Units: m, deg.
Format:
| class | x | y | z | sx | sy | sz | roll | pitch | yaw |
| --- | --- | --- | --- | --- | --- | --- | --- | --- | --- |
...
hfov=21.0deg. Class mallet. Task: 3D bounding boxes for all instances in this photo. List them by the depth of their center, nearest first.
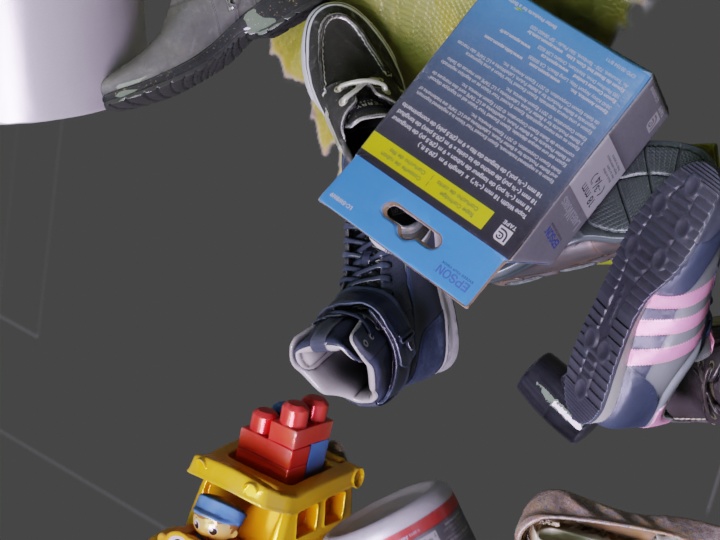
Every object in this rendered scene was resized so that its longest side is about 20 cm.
| class | x | y | z | sx | sy | sz | roll | pitch | yaw |
| --- | --- | --- | --- | --- | --- | --- | --- | --- | --- |
| mallet | 0.184 | 0.054 | 1.387 | 0.066 | 0.041 | 0.200 | 50 | 137 | 9 |

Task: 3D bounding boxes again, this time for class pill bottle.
| class | x | y | z | sx | sy | sz | roll | pitch | yaw |
| --- | --- | --- | --- | --- | --- | --- | --- | --- | --- |
| pill bottle | 0.059 | 0.277 | 1.530 | 0.115 | 0.116 | 0.202 | -24 | 93 | 39 |

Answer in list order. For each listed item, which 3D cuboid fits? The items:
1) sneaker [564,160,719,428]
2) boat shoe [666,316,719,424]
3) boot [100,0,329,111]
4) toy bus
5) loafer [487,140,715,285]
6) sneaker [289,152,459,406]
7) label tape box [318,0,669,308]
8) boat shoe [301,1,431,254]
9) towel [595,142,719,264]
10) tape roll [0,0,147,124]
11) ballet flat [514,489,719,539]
| class | x | y | z | sx | sy | sz | roll | pitch | yaw |
| --- | --- | --- | --- | --- | --- | --- | --- | --- | --- |
| sneaker | 0.210 | 0.019 | 1.302 | 0.201 | 0.081 | 0.070 | -64 | 30 | 26 |
| boat shoe | 0.263 | 0.071 | 1.337 | 0.199 | 0.065 | 0.074 | -16 | 99 | 39 |
| boot | -0.130 | -0.216 | 1.472 | 0.199 | 0.068 | 0.131 | -30 | 88 | 1 |
| toy bus | -0.086 | 0.194 | 1.558 | 0.135 | 0.199 | 0.194 | 23 | 112 | 29 |
| loafer | 0.161 | -0.036 | 1.361 | 0.198 | 0.063 | 0.073 | -18 | 66 | 22 |
| sneaker | 0.001 | 0.000 | 1.448 | 0.076 | 0.146 | 0.204 | -8 | 101 | 39 |
| label tape box | 0.091 | -0.078 | 1.323 | 0.144 | 0.063 | 0.200 | 36 | 83 | 28 |
| boat shoe | 0.009 | -0.113 | 1.416 | 0.064 | 0.070 | 0.202 | 92 | 158 | -73 |
| towel | 0.168 | -0.045 | 1.392 | 0.198 | 0.018 | 0.087 | -1 | 108 | 36 |
| tape roll | -0.269 | -0.208 | 1.525 | 0.201 | 0.202 | 0.141 | 12 | 115 | 32 |
| ballet flat | 0.201 | 0.214 | 1.435 | 0.198 | 0.067 | 0.069 | 8 | 113 | 33 |
